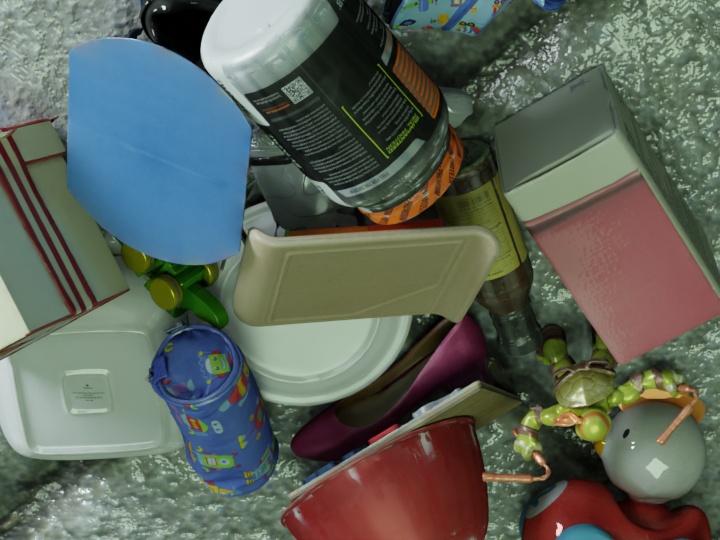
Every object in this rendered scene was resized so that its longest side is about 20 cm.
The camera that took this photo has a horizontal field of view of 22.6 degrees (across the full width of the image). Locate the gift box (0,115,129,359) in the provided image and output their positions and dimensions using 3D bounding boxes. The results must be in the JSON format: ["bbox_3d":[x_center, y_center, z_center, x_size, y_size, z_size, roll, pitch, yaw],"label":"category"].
[{"bbox_3d":[-0.308,-0.026,1.458,0.200,0.184,0.187,-28,90,21],"label":"gift box"}]

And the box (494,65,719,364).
[{"bbox_3d":[0.208,-0.045,1.508,0.109,0.128,0.200,-29,116,16],"label":"box"}]

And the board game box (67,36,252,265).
[{"bbox_3d":[-0.149,-0.097,1.392,0.157,0.039,0.201,22,132,15],"label":"board game box"}]

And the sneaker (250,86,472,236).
[{"bbox_3d":[0.005,-0.083,1.497,0.199,0.075,0.115,-13,98,12],"label":"sneaker"}]

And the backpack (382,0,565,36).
[{"bbox_3d":[0.101,-0.259,1.349,0.134,0.183,0.200,25,121,-8],"label":"backpack"}]

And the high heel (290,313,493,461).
[{"bbox_3d":[0.021,0.104,1.623,0.199,0.067,0.096,-19,130,4],"label":"high heel"}]

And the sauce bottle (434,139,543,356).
[{"bbox_3d":[0.112,-0.015,1.561,0.064,0.065,0.201,-16,118,8],"label":"sauce bottle"}]

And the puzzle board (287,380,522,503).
[{"bbox_3d":[0.042,0.157,1.629,0.200,0.151,0.017,-32,73,11],"label":"puzzle board"}]

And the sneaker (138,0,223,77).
[{"bbox_3d":[-0.084,-0.177,1.434,0.199,0.111,0.077,26,117,-16],"label":"sneaker"}]

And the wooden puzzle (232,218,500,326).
[{"bbox_3d":[0.000,0.000,1.479,0.199,0.037,0.185,1,158,-9],"label":"wooden puzzle"}]

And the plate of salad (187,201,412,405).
[{"bbox_3d":[-0.053,0.026,1.589,0.199,0.048,0.201,0,114,0],"label":"plate of salad"}]

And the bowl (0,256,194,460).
[{"bbox_3d":[-0.241,0.090,1.614,0.199,0.075,0.200,-2,120,2],"label":"bowl"}]

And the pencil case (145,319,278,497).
[{"bbox_3d":[-0.127,0.124,1.571,0.086,0.078,0.200,-4,148,7],"label":"pencil case"}]

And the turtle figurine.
[{"bbox_3d":[0.188,0.105,1.578,0.199,0.161,0.065,-25,118,14],"label":"turtle figurine"}]

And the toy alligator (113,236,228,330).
[{"bbox_3d":[-0.185,-0.025,1.542,0.200,0.059,0.054,53,136,1],"label":"toy alligator"}]

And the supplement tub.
[{"bbox_3d":[-0.016,-0.133,1.360,0.122,0.123,0.200,-32,124,17],"label":"supplement tub"}]

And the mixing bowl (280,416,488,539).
[{"bbox_3d":[0.040,0.226,1.616,0.200,0.200,0.109,-35,72,18],"label":"mixing bowl"}]

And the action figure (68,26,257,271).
[{"bbox_3d":[-0.142,-0.103,1.471,0.119,0.102,0.200,-26,104,42],"label":"action figure"}]

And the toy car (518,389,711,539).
[{"bbox_3d":[0.245,0.188,1.653,0.176,0.184,0.201,10,91,-6],"label":"toy car"}]
